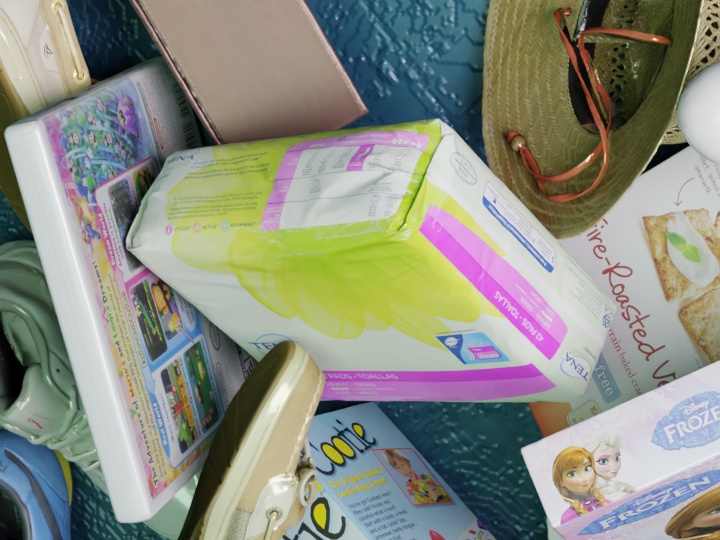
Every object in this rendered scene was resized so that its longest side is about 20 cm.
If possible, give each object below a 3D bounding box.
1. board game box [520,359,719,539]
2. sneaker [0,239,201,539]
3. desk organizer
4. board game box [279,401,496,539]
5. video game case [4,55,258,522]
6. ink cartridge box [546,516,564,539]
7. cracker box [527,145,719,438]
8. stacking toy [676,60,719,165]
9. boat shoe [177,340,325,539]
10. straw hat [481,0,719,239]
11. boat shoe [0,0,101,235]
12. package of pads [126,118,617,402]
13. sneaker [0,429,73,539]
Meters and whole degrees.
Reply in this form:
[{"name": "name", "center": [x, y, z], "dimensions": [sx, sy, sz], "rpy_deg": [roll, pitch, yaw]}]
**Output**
[{"name": "board game box", "center": [0.190, 0.083, 1.032], "dimensions": [0.199, 0.200, 0.041], "rpy_deg": [-25, 66, 8]}, {"name": "sneaker", "center": [-0.157, 0.079, 1.228], "dimensions": [0.200, 0.099, 0.078], "rpy_deg": [46, 114, 2]}, {"name": "desk organizer", "center": [-0.076, -0.150, 1.146], "dimensions": [0.077, 0.072, 0.201], "rpy_deg": [-29, 100, 7]}, {"name": "board game box", "center": [0.016, 0.180, 1.169], "dimensions": [0.200, 0.105, 0.103], "rpy_deg": [48, 116, 20]}, {"name": "video game case", "center": [-0.108, 0.003, 1.144], "dimensions": [0.024, 0.182, 0.202], "rpy_deg": [-10, 102, 20]}, {"name": "ink cartridge box", "center": [0.197, 0.204, 1.173], "dimensions": [0.196, 0.043, 0.202], "rpy_deg": [2, 105, 18]}, {"name": "cracker box", "center": [0.169, 0.016, 1.102], "dimensions": [0.199, 0.058, 0.135], "rpy_deg": [-32, 74, 23]}, {"name": "stacking toy", "center": [0.234, -0.067, 0.990], "dimensions": [0.198, 0.146, 0.147], "rpy_deg": [-4, 107, -12]}, {"name": "boat shoe", "center": [-0.053, 0.131, 1.113], "dimensions": [0.063, 0.073, 0.202], "rpy_deg": [19, 102, -10]}, {"name": "straw hat", "center": [0.140, -0.109, 1.076], "dimensions": [0.084, 0.201, 0.202], "rpy_deg": [10, 114, -27]}, {"name": "boat shoe", "center": [-0.157, -0.077, 1.179], "dimensions": [0.073, 0.069, 0.201], "rpy_deg": [29, 150, 34]}, {"name": "package of pads", "center": [0.000, 0.000, 1.080], "dimensions": [0.199, 0.069, 0.154], "rpy_deg": [-4, 144, 44]}, {"name": "sneaker", "center": [-0.192, 0.191, 1.286], "dimensions": [0.065, 0.078, 0.202], "rpy_deg": [-4, 105, 18]}]
